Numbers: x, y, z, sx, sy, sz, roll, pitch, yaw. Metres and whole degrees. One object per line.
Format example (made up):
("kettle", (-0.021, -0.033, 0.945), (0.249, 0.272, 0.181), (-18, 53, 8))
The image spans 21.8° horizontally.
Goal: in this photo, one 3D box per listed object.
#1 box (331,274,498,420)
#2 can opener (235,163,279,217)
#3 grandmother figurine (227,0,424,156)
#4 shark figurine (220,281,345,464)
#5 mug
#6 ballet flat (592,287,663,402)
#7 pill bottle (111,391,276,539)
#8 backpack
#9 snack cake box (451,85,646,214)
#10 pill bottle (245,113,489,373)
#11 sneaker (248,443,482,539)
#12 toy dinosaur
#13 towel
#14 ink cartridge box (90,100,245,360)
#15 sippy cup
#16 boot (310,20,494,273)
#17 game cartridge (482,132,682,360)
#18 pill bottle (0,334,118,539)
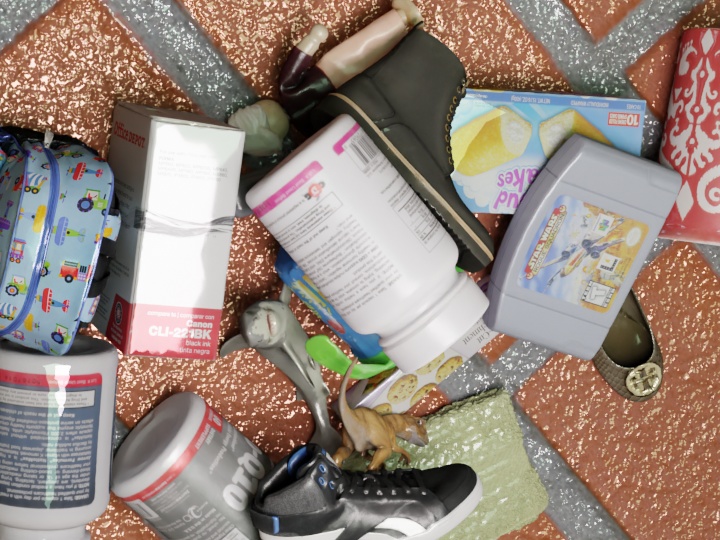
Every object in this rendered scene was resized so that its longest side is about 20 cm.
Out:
("box", (0.063, 0.083, 1.755), (0.200, 0.039, 0.041), (-39, 112, -9))
("can opener", (-0.037, -0.098, 1.650), (0.200, 0.053, 0.067), (-23, 103, -23))
("grandmother figurine", (-0.028, -0.162, 1.672), (0.200, 0.061, 0.121), (-31, 110, -9))
("shark figurine", (-0.080, 0.088, 1.702), (0.089, 0.128, 0.215), (-14, 131, 13))
("mug", (0.350, -0.123, 1.792), (0.133, 0.178, 0.200), (8, 93, 16))
("ballet flat", (0.248, 0.041, 1.808), (0.067, 0.046, 0.200), (-24, 107, -13))
("pill bottle", (-0.118, 0.211, 1.676), (0.200, 0.114, 0.114), (44, 84, -21))
("backpack", (-0.274, -0.024, 1.534), (0.134, 0.200, 0.183), (15, 95, -21))
("snack cake box", (0.158, -0.110, 1.739), (0.200, 0.067, 0.115), (1, 98, -19))
("pill bottle", (0.008, -0.020, 1.549), (0.113, 0.113, 0.200), (-40, 96, -8))
("sneaker", (0.003, 0.187, 1.602), (0.200, 0.073, 0.112), (-23, 116, -8))
("toy dinosaur", (0.000, 0.144, 1.664), (0.200, 0.060, 0.106), (32, 67, -64))
("towel", (0.073, 0.207, 1.783), (0.200, 0.036, 0.148), (-24, 107, -11))
("ink cartridge box", (-0.168, -0.036, 1.598), (0.084, 0.144, 0.200), (4, 99, -21))
("sippy cup", (0.000, 0.000, 1.665), (0.130, 0.178, 0.140), (36, 106, -21))
("boot", (0.073, -0.110, 1.621), (0.200, 0.077, 0.138), (47, 68, -8))
("game cartridge", (0.198, -0.021, 1.724), (0.133, 0.042, 0.200), (16, 108, -29))
("pill bottle", (-0.273, 0.160, 1.610), (0.119, 0.120, 0.200), (2, 99, -19))
